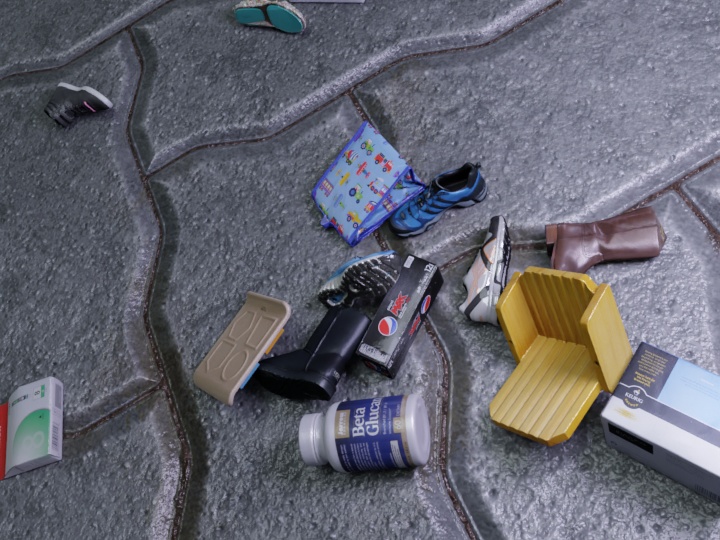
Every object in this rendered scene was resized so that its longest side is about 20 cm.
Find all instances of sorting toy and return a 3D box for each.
[{"bbox_3d":[-0.211,0.139,1.517,0.184,0.036,0.202,9,65,59],"label":"sorting toy"}]

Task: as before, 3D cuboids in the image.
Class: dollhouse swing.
[{"bbox_3d":[0.266,0.123,1.263,0.175,0.184,0.199,-34,22,-23],"label":"dollhouse swing"}]

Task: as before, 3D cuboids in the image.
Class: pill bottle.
[{"bbox_3d":[0.006,0.263,1.356,0.196,0.111,0.113,-9,59,16],"label":"pill bottle"}]

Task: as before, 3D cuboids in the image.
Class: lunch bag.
[{"bbox_3d":[-0.002,-0.153,1.613,0.200,0.094,0.151,-43,59,5],"label":"lunch bag"}]

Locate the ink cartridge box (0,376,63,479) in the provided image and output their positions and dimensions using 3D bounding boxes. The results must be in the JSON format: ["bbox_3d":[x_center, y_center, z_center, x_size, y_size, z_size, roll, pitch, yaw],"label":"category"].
[{"bbox_3d":[-0.668,0.310,1.627,0.197,0.050,0.163,-18,58,8],"label":"ink cartridge box"}]

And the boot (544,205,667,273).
[{"bbox_3d":[0.411,-0.014,1.391,0.196,0.064,0.189,-7,62,12],"label":"boot"}]

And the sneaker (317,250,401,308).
[{"bbox_3d":[0.000,0.000,1.489,0.199,0.078,0.091,-26,31,45],"label":"sneaker"}]

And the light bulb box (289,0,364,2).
[{"bbox_3d":[-0.067,-0.726,1.921,0.197,0.125,0.201,9,65,24],"label":"light bulb box"}]

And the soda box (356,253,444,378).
[{"bbox_3d":[0.070,0.078,1.457,0.063,0.071,0.202,22,73,24],"label":"soda box"}]

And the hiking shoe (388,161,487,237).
[{"bbox_3d":[0.133,-0.136,1.543,0.198,0.087,0.075,-29,56,3],"label":"hiking shoe"}]

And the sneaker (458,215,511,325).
[{"bbox_3d":[0.213,-0.005,1.450,0.079,0.074,0.203,1,63,23],"label":"sneaker"}]

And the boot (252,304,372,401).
[{"bbox_3d":[-0.082,0.140,1.484,0.198,0.077,0.169,0,45,42],"label":"boot"}]

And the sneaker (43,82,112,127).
[{"bbox_3d":[-0.668,-0.380,1.997,0.198,0.071,0.100,16,71,34],"label":"sneaker"}]

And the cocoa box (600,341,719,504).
[{"bbox_3d":[0.461,0.217,1.195,0.198,0.134,0.132,26,73,30],"label":"cocoa box"}]

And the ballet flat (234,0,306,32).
[{"bbox_3d":[-0.200,-0.593,1.934,0.197,0.076,0.064,17,53,24],"label":"ballet flat"}]
